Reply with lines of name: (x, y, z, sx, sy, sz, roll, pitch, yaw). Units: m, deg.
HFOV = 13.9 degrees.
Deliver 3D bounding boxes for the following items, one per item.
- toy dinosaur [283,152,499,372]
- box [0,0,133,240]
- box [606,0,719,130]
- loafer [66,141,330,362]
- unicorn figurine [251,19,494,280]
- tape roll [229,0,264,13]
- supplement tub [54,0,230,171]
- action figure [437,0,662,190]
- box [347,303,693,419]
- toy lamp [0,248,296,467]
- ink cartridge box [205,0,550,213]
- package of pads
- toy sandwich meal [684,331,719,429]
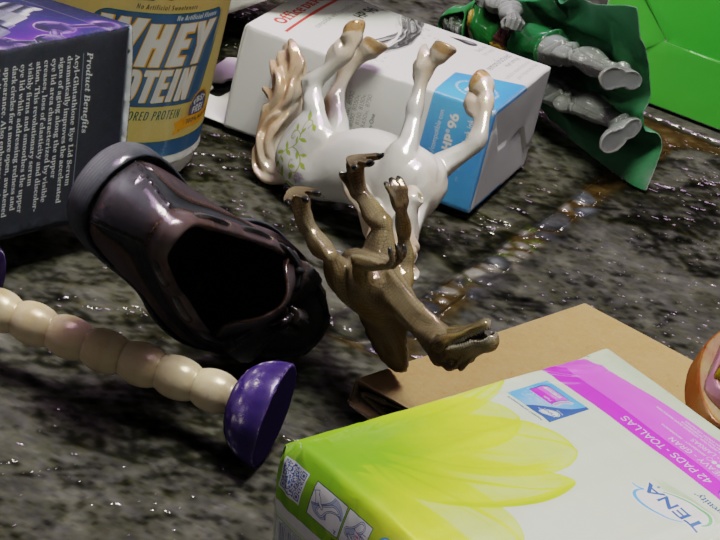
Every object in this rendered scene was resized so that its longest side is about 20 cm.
toy dinosaur: (0.000, 0.000, 1.429, 0.058, 0.101, 0.200, -21, 18, -15)
box: (-0.234, -0.079, 1.480, 0.148, 0.105, 0.200, 19, 22, 32)
box: (0.281, -0.157, 1.983, 0.200, 0.097, 0.176, 22, 24, 17)
loafer: (-0.065, 0.006, 1.385, 0.063, 0.072, 0.200, 36, -1, 35)
unicorn figurine: (0.010, -0.062, 1.616, 0.074, 0.138, 0.200, 30, -10, -32)
tape roll: (-0.039, -0.192, 1.813, 0.202, 0.037, 0.203, -19, 6, 2)
supplement tub: (-0.141, -0.161, 1.617, 0.144, 0.200, 0.145, 12, 24, -5)
action figure: (0.110, -0.131, 1.846, 0.055, 0.118, 0.200, -13, 25, -27)
box: (0.116, 0.076, 1.459, 0.163, 0.021, 0.200, 29, 28, 31)
toy lamp: (-0.130, 0.033, 1.373, 0.200, 0.058, 0.058, 22, 24, 10)
ink cartridge box: (-0.002, -0.110, 1.750, 0.200, 0.068, 0.116, 20, 23, 14)
package of pads: (0.083, 0.115, 1.271, 0.200, 0.068, 0.154, -15, 39, -37)
toy sandwich meal: (0.255, 0.082, 1.429, 0.205, 0.070, 0.205, 18, 29, -10)
